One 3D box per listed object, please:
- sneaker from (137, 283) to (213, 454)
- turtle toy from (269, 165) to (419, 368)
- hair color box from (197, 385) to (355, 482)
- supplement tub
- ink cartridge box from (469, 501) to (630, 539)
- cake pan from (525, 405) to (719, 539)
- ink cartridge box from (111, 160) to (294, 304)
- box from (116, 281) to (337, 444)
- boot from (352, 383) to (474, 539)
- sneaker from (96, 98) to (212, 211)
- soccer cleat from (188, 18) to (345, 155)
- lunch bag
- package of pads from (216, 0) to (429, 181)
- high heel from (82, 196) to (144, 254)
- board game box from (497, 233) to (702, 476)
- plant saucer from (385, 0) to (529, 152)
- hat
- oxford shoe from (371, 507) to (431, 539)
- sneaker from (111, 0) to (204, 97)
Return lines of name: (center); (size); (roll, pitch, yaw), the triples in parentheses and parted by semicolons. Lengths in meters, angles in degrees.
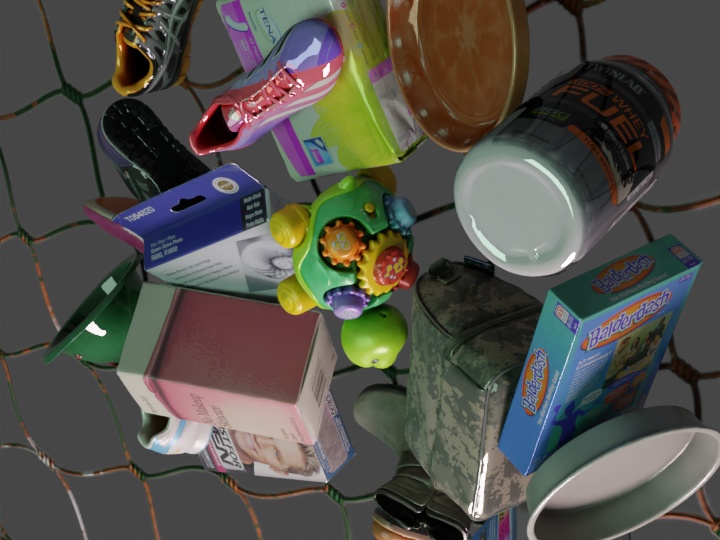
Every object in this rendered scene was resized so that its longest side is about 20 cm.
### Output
sneaker: (-0.207, 0.106, 1.815); (0.076, 0.080, 0.202); (-2, 85, 41)
turtle toy: (0.000, 0.000, 1.543); (0.101, 0.145, 0.201); (28, 134, 41)
hair color box: (-0.110, 0.179, 1.843); (0.199, 0.060, 0.101); (-2, 118, 41)
supplement tub: (0.173, -0.091, 1.298); (0.122, 0.200, 0.123); (21, 131, 27)
ink cartridge box: (0.173, 0.318, 1.647); (0.136, 0.077, 0.200); (17, 140, -13)
cake pan: (0.236, 0.187, 1.469); (0.037, 0.199, 0.201); (65, 147, 32)
ink cartridge box: (-0.123, -0.020, 1.637); (0.200, 0.041, 0.199); (32, 144, -34)
box: (-0.137, 0.098, 1.698); (0.199, 0.110, 0.128); (9, 157, 13)
boot: (0.051, 0.198, 1.663); (0.199, 0.131, 0.068); (27, 131, 24)
sneaker: (-0.208, -0.093, 1.739); (0.200, 0.076, 0.088); (54, 157, -3)
soccer cleat: (-0.085, -0.160, 1.461); (0.067, 0.076, 0.200); (54, 140, -4)
lunch bag: (0.112, 0.107, 1.542); (0.168, 0.139, 0.201); (38, 137, 39)
package of pads: (-0.032, -0.189, 1.503); (0.154, 0.068, 0.201); (-7, 115, 44)
high heel: (-0.226, -0.016, 1.798); (0.199, 0.067, 0.096); (18, 120, 14)
board game box: (0.209, 0.076, 1.421); (0.045, 0.151, 0.201); (46, 141, 31)
plant saucer: (0.085, -0.202, 1.370); (0.200, 0.032, 0.202); (35, 131, 52)
hat: (-0.245, 0.093, 1.856); (0.166, 0.200, 0.176); (-43, 103, 14)
oxford shoe: (0.057, 0.301, 1.697); (0.071, 0.072, 0.200); (30, 173, 32)
sneaker: (-0.206, -0.256, 1.599); (0.078, 0.077, 0.201); (28, 133, 25)
